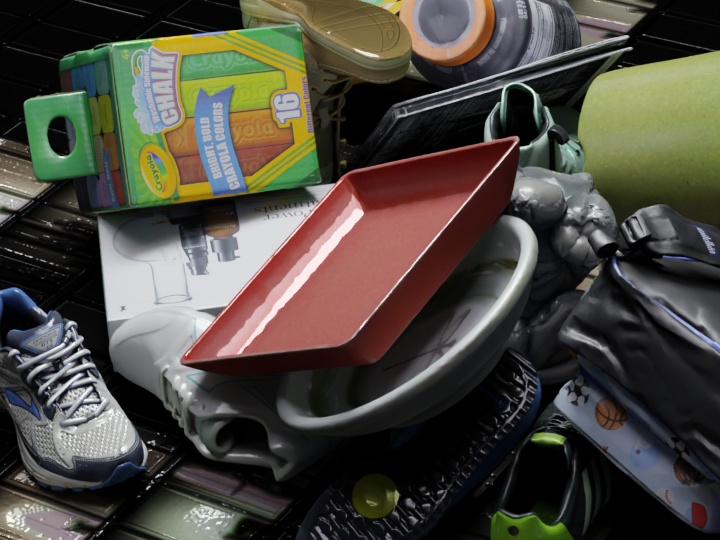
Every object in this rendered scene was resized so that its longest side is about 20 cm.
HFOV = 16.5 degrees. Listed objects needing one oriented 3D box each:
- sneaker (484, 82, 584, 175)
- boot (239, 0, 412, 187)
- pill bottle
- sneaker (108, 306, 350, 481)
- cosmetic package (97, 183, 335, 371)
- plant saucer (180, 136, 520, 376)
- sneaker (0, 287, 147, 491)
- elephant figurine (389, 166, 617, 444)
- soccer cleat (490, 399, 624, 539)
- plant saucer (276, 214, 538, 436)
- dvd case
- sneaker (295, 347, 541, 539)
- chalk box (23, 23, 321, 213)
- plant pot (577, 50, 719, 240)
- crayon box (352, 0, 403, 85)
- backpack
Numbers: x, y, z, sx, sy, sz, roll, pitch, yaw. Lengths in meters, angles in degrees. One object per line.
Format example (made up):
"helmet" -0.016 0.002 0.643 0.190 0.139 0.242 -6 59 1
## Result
"sneaker" 0.142 -0.104 1.903 0.074 0.118 0.200 3 33 14
"boot" -0.027 -0.132 1.928 0.072 0.155 0.200 -13 25 -32
"pill bottle" 0.098 -0.190 1.972 0.106 0.106 0.200 11 2 22
"sneaker" -0.100 0.083 1.693 0.200 0.070 0.080 18 43 31
"cosmetic package" -0.089 0.002 1.831 0.200 0.052 0.151 -8 35 -5
"plant saucer" 0.000 0.000 1.631 0.200 0.037 0.200 -10 34 55
"sneaker" -0.212 0.078 1.697 0.077 0.085 0.200 -23 38 -26
"elephant figurine" 0.095 0.028 1.719 0.155 0.200 0.142 12 11 -22
"soccer cleat" 0.128 0.126 1.587 0.068 0.081 0.200 7 35 17
"plant saucer" 0.039 0.047 1.586 0.200 0.050 0.200 -32 20 14
"dvd case" 0.100 -0.129 1.946 0.200 0.149 0.016 -17 80 -16
"sneaker" 0.042 0.134 1.602 0.200 0.078 0.066 -43 73 -13
"chalk box" -0.149 -0.111 1.867 0.200 0.125 0.124 -10 4 -25
"plant pot" 0.264 -0.085 1.817 0.184 0.200 0.200 0 32 27
"crayon box" -0.008 -0.194 2.052 0.200 0.052 0.126 -11 23 41
"backpack" 0.231 0.071 1.573 0.200 0.154 0.190 46 28 23
